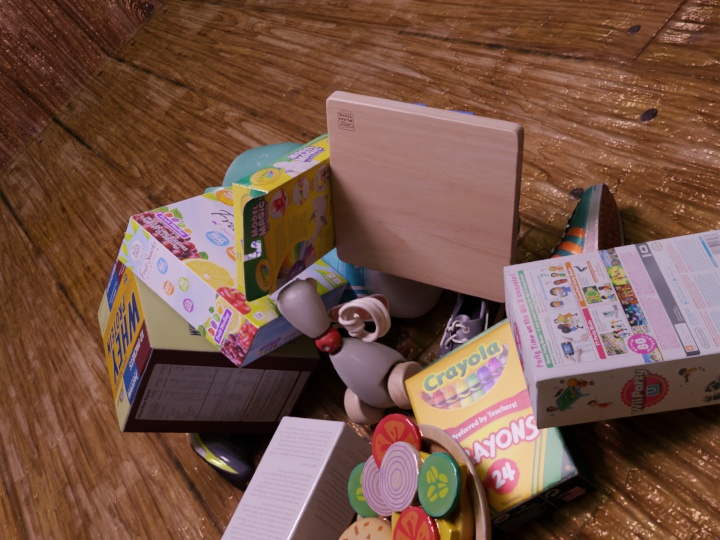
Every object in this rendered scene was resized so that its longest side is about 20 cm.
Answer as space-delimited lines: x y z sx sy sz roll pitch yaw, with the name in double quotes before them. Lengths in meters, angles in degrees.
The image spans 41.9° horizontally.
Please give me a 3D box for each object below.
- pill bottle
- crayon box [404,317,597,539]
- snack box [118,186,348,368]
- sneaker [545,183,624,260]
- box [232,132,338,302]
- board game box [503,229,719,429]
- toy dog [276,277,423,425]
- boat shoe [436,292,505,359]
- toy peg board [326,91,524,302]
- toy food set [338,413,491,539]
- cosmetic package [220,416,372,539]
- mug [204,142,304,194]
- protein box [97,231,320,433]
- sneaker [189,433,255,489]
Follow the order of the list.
"pill bottle" 0.000 0.000 1.150 0.200 0.111 0.111 1 53 47
"crayon box" 0.120 0.137 0.876 0.127 0.051 0.200 -33 48 17
"snack box" -0.142 0.000 1.068 0.169 0.200 0.068 -25 -30 -52
"sneaker" 0.216 -0.005 0.955 0.080 0.071 0.200 -11 46 35
"box" -0.071 -0.057 0.977 0.048 0.118 0.200 15 30 24
"board game box" 0.234 0.048 0.807 0.199 0.064 0.148 -8 39 3
"toy dog" 0.001 0.073 1.004 0.132 0.200 0.096 -2 39 26
"boat shoe" 0.106 0.068 1.000 0.073 0.063 0.200 -9 47 40
"toy peg board" 0.079 -0.094 0.977 0.199 0.200 0.098 14 40 22
"toy food set" 0.042 0.230 0.831 0.200 0.049 0.199 -2 78 59
"cosmetic package" -0.070 0.257 0.973 0.101 0.071 0.200 -3 50 46
"mug" -0.113 -0.097 1.338 0.114 0.152 0.185 -1 36 44
"protein box" -0.186 0.076 1.118 0.135 0.199 0.199 -63 36 32
"sneaker" -0.165 0.190 1.157 0.081 0.074 0.200 -41 34 -1
